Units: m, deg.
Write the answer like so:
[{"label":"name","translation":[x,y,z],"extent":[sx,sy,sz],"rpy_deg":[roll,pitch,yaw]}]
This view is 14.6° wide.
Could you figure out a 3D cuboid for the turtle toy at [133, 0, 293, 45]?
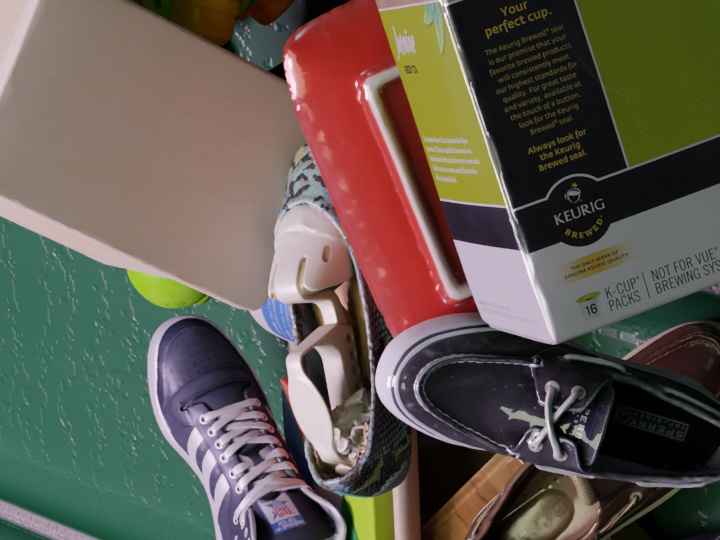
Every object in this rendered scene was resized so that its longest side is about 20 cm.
[{"label":"turtle toy","translation":[-0.101,-0.207,1.652],"extent":[0.199,0.101,0.147],"rpy_deg":[15,95,43]}]

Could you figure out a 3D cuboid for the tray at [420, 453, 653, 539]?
[{"label":"tray","translation":[0.135,0.192,1.622],"extent":[0.200,0.037,0.099],"rpy_deg":[48,123,7]}]

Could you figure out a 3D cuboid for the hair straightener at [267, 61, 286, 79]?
[{"label":"hair straightener","translation":[-0.085,-0.071,1.650],"extent":[0.199,0.077,0.041],"rpy_deg":[-24,124,12]}]

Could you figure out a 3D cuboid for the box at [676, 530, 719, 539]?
[{"label":"box","translation":[0.209,0.248,1.509],"extent":[0.198,0.123,0.201],"rpy_deg":[-17,97,31]}]

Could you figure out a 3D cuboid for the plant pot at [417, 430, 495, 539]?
[{"label":"plant pot","translation":[0.083,0.175,1.704],"extent":[0.199,0.027,0.201],"rpy_deg":[21,123,37]}]

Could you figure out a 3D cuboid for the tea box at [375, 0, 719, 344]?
[{"label":"tea box","translation":[0.136,-0.091,1.378],"extent":[0.134,0.199,0.198],"rpy_deg":[-164,55,-77]}]

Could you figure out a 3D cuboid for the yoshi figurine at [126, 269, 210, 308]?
[{"label":"yoshi figurine","translation":[-0.118,-0.061,1.737],"extent":[0.112,0.112,0.201],"rpy_deg":[9,118,34]}]

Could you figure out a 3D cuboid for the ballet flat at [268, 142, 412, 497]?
[{"label":"ballet flat","translation":[-0.016,0.028,1.543],"extent":[0.074,0.074,0.201],"rpy_deg":[-14,88,47]}]

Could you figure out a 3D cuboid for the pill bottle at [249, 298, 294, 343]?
[{"label":"pill bottle","translation":[0.000,0.000,1.642],"extent":[0.199,0.112,0.113],"rpy_deg":[23,123,35]}]

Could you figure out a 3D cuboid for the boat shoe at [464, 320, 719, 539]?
[{"label":"boat shoe","translation":[0.133,0.110,1.540],"extent":[0.075,0.075,0.202],"rpy_deg":[45,108,11]}]

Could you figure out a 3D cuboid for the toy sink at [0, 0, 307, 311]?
[{"label":"toy sink","translation":[-0.137,-0.075,1.585],"extent":[0.112,0.199,0.131],"rpy_deg":[10,77,60]}]

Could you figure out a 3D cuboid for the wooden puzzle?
[{"label":"wooden puzzle","translation":[-0.009,0.145,1.710],"extent":[0.200,0.037,0.186],"rpy_deg":[-136,39,-60]}]

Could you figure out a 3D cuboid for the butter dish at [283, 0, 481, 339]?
[{"label":"butter dish","translation":[0.066,-0.079,1.516],"extent":[0.200,0.199,0.148],"rpy_deg":[67,172,-14]}]

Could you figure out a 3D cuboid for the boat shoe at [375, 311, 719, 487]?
[{"label":"boat shoe","translation":[0.107,0.074,1.456],"extent":[0.068,0.199,0.072],"rpy_deg":[-137,64,-70]}]

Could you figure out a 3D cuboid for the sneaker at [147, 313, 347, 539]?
[{"label":"sneaker","translation":[-0.066,0.119,1.700],"extent":[0.201,0.070,0.108],"rpy_deg":[70,163,-2]}]
